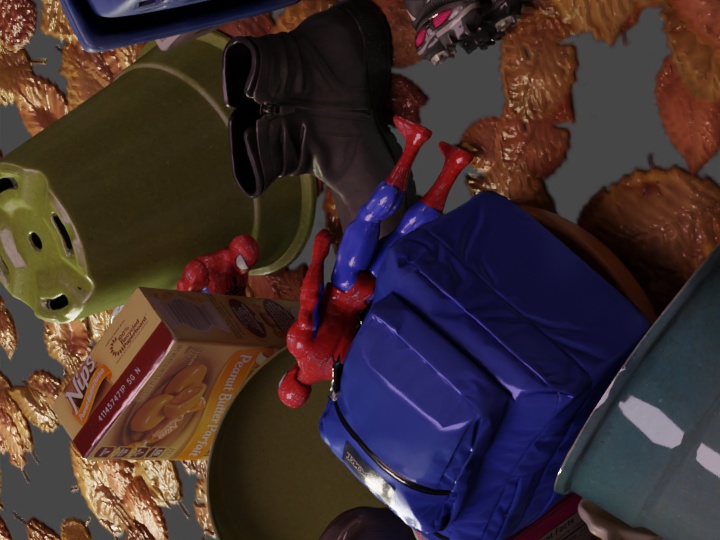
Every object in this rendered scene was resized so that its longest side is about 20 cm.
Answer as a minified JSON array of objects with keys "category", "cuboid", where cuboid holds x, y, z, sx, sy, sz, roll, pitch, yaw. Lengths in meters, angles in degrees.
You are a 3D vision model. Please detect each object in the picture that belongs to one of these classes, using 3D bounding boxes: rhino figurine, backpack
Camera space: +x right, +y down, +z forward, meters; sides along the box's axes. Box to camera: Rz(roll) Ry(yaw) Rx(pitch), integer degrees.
[{"category":"rhino figurine","cuboid":[0.023,0.210,1.223,0.060,0.087,0.200,43,174,-29]},{"category":"backpack","cuboid":[0.058,0.078,1.196,0.163,0.168,0.200,47,146,24]}]

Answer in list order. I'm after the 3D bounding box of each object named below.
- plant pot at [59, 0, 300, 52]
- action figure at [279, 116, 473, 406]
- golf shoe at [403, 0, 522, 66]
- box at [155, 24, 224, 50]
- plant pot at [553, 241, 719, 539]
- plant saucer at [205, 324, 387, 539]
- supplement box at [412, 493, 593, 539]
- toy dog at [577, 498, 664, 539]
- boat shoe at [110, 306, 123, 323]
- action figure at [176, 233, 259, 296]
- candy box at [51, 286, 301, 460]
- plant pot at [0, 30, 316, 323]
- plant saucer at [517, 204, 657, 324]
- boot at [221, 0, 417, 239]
[{"category":"plant pot","cuboid":[-0.111,-0.254,1.197,0.180,0.200,0.200,-35,77,56]},{"category":"action figure","cuboid":[0.000,0.000,1.262,0.052,0.065,0.200,28,90,53]},{"category":"golf shoe","cuboid":[0.084,-0.196,1.132,0.200,0.077,0.088,-31,80,49]},{"category":"box","cuboid":[-0.148,-0.261,1.339,0.200,0.068,0.082,58,141,2]},{"category":"plant pot","cuboid":[0.244,0.099,1.061,0.196,0.200,0.200,36,135,15]},{"category":"plant saucer","cuboid":[-0.019,0.131,1.338,0.031,0.200,0.200,28,135,62]},{"category":"supplement box","cuboid":[0.097,0.235,1.355,0.101,0.103,0.200,20,125,40]},{"category":"toy dog","cuboid":[0.196,0.262,1.259,0.194,0.140,0.200,6,128,-6]},{"category":"boat shoe","cuboid":[-0.153,0.055,1.517,0.202,0.065,0.074,62,143,25]},{"category":"action figure","cuboid":[-0.116,0.039,1.379,0.052,0.065,0.200,53,137,21]},{"category":"candy box","cuboid":[-0.102,0.075,1.339,0.115,0.200,0.055,-51,57,23]},{"category":"plant pot","cuboid":[-0.168,-0.054,1.391,0.200,0.190,0.200,25,128,36]},{"category":"plant saucer","cuboid":[0.125,0.047,1.263,0.200,0.037,0.200,26,130,35]},{"category":"boot","cuboid":[-0.035,-0.075,1.283,0.068,0.131,0.200,13,121,42]}]
